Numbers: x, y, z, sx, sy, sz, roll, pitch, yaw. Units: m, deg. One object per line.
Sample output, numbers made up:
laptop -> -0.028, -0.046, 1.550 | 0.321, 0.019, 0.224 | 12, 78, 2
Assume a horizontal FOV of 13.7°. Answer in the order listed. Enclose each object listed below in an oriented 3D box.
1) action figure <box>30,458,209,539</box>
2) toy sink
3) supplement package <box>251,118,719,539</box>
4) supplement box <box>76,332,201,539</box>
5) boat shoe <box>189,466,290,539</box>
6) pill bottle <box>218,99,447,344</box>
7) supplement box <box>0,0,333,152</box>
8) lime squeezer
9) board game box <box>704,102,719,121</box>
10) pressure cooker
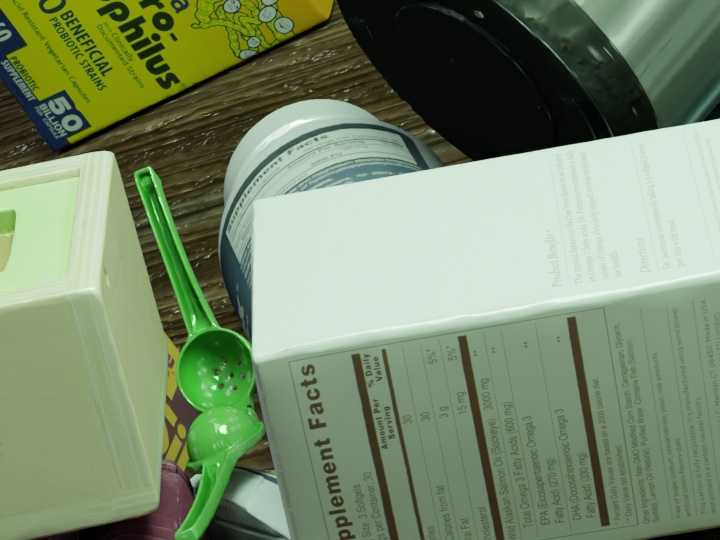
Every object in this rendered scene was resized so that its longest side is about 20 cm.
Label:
action figure -> -0.089, 0.127, 1.204 | 0.149, 0.134, 0.200 | -42, 40, 26
toy sink -> -0.187, 0.038, 1.214 | 0.199, 0.112, 0.130 | -12, 26, 5
supplement package -> 0.063, 0.032, 1.159 | 0.199, 0.118, 0.117 | -9, 32, 4
supplement box -> -0.160, 0.098, 1.364 | 0.103, 0.131, 0.200 | -18, 33, 31
boat shoe -> 0.003, 0.117, 1.229 | 0.062, 0.072, 0.200 | -34, 32, -32
pill bottle -> 0.000, 0.000, 1.345 | 0.119, 0.120, 0.200 | -34, 26, 3
supplement box -> -0.122, -0.175, 1.772 | 0.199, 0.109, 0.110 | -24, 29, 22
lime squeezer -> -0.062, 0.049, 1.239 | 0.038, 0.071, 0.201 | -12, 48, 3
board game box -> 0.196, -0.068, 1.304 | 0.151, 0.047, 0.200 | -30, 28, 13
pressure cooker -> 0.110, -0.148, 1.287 | 0.200, 0.176, 0.178 | -50, 33, -18
